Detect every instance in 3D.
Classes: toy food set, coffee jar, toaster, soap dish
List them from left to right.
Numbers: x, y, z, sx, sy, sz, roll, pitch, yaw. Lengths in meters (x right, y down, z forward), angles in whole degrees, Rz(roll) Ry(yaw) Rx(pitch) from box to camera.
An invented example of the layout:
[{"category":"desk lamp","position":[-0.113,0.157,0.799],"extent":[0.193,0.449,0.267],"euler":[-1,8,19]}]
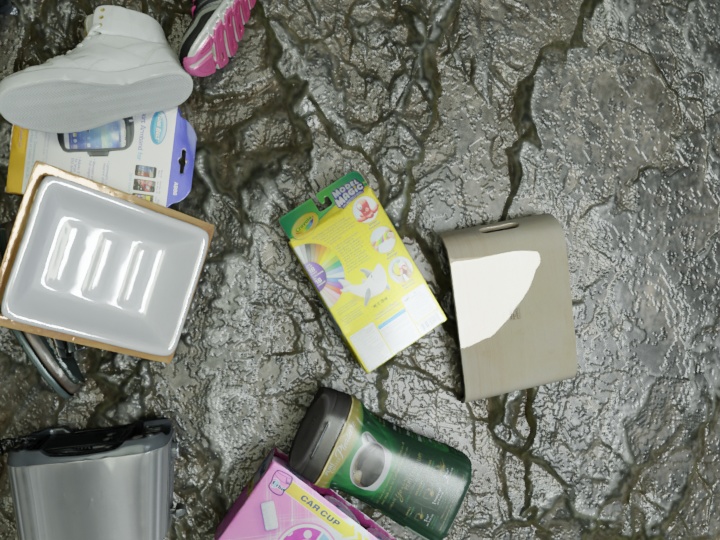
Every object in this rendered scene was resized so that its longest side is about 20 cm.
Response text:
[{"category":"toaster","position":[-0.286,0.236,0.792],"extent":[0.194,0.114,0.133],"euler":[-5,92,-9]},{"category":"soap dish","position":[-0.267,-0.004,0.778],"extent":[0.197,0.080,0.161],"euler":[20,87,-36]},{"category":"coffee jar","position":[0.020,0.215,0.842],"extent":[0.197,0.085,0.106],"euler":[28,88,-7]},{"category":"toy food set","position":[0.173,0.046,0.882],"extent":[0.140,0.060,0.206],"euler":[-10,99,-8]}]

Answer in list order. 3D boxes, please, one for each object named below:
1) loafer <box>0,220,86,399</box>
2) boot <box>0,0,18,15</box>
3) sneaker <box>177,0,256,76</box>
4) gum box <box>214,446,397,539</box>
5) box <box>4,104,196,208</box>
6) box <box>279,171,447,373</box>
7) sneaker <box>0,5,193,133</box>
[{"category":"loafer","position":[-0.350,0.040,0.809],"extent":[0.062,0.072,0.202],"euler":[-33,92,-12]},{"category":"boot","position":[-0.446,-0.344,0.800],"extent":[0.162,0.073,0.199],"euler":[-43,95,-2]},{"category":"sneaker","position":[-0.166,-0.304,0.821],"extent":[0.085,0.074,0.204],"euler":[18,71,2]},{"category":"gum box","position":[-0.053,0.311,0.842],"extent":[0.199,0.066,0.114],"euler":[38,87,-6]},{"category":"box","position":[-0.282,-0.131,0.832],"extent":[0.194,0.041,0.123],"euler":[8,89,-9]},{"category":"box","position":[0.000,0.000,0.861],"extent":[0.116,0.048,0.203],"euler":[-31,96,-6]},{"category":"sneaker","position":[-0.290,-0.217,0.791],"extent":[0.196,0.074,0.117],"euler":[-15,62,-31]}]
